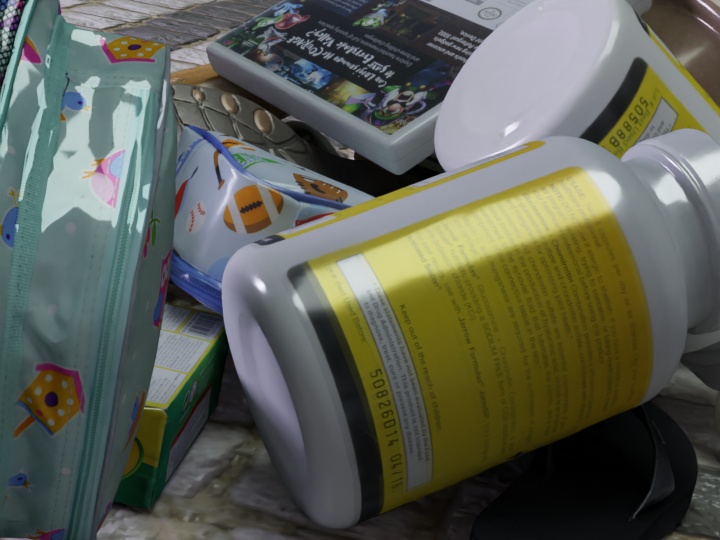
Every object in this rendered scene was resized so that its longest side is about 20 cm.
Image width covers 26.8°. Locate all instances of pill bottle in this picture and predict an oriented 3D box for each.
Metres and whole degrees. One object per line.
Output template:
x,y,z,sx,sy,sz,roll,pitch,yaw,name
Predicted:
0.136,-0.030,0.716,0.200,0.111,0.111,41,2,-26,pill bottle
0.054,0.014,0.587,0.198,0.113,0.112,-20,26,-15,pill bottle

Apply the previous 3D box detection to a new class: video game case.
0.033,-0.137,0.857,0.181,0.024,0.200,-34,38,-19,video game case

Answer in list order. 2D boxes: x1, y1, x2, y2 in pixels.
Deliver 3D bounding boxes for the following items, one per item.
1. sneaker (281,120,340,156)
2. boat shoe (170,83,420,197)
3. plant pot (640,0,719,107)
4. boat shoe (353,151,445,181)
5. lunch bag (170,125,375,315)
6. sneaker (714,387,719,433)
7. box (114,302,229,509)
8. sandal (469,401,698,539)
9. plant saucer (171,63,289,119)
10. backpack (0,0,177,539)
-0.051,-0.062,0.953,0.073,0.072,0.199,-5,22,-42,sneaker
-0.048,-0.032,0.821,0.198,0.073,0.075,24,40,-17,boat shoe
0.158,-0.054,0.857,0.174,0.202,0.200,-29,32,-19,plant pot
0.081,-0.034,0.963,0.198,0.063,0.075,23,12,-12,boat shoe
0.000,0.000,0.712,0.198,0.076,0.160,22,4,-20,lunch bag
0.206,0.083,0.623,0.093,0.071,0.199,6,19,-35,sneaker
-0.162,0.034,0.615,0.198,0.049,0.117,14,17,5,box
0.098,0.082,0.615,0.075,0.043,0.200,14,17,13,sandal
-0.127,-0.100,0.960,0.198,0.036,0.200,-15,13,4,plant saucer
-0.136,0.013,0.453,0.152,0.177,0.201,17,43,-3,backpack
